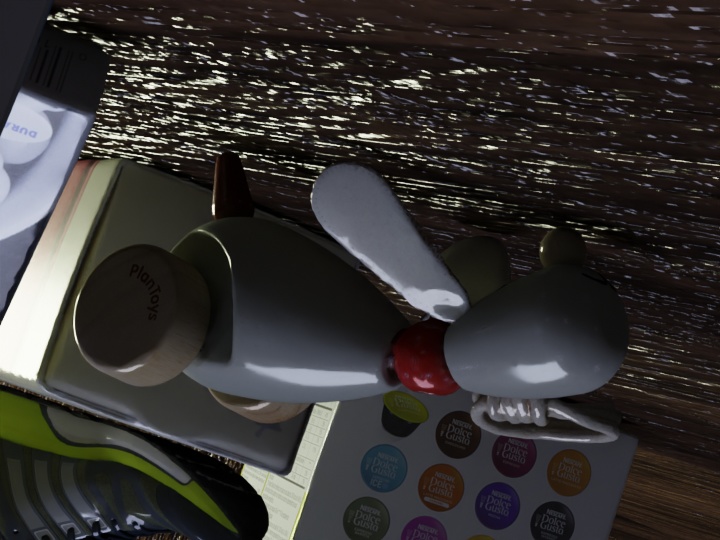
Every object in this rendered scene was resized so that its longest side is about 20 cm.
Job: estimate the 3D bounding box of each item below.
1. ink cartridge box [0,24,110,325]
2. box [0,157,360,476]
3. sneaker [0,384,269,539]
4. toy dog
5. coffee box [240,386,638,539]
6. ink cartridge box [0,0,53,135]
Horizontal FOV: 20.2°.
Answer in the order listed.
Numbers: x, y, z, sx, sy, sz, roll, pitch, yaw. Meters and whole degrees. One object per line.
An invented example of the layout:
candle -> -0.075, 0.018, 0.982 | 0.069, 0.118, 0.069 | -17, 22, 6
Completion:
ink cartridge box -> -0.208, -0.025, 0.665 | 0.198, 0.200, 0.043 | 21, -142, -13
box -> -0.107, 0.018, 0.969 | 0.128, 0.109, 0.200 | 22, 173, -24
sneaker -> -0.130, 0.115, 1.003 | 0.200, 0.081, 0.074 | 14, 173, 37
toy dog -> 0.000, 0.000, 0.720 | 0.200, 0.096, 0.132 | 3, 166, 13
coffee box -> 0.034, 0.162, 1.348 | 0.199, 0.198, 0.200 | 20, 175, -13
ink cartridge box -> -0.178, -0.091, 0.402 | 0.200, 0.086, 0.146 | 14, 172, 27
